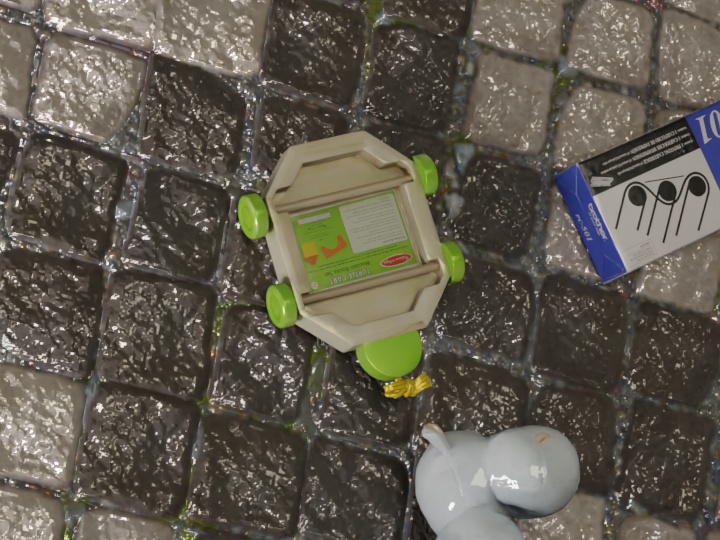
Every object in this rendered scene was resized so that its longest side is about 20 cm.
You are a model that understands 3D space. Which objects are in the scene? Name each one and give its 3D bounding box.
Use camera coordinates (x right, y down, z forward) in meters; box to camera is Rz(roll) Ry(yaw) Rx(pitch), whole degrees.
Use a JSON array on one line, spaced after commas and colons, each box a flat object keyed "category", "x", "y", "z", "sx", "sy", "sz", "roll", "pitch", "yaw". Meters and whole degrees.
[{"category": "hippo plush", "x": 0.096, "y": 0.198, "z": 1.502, "sx": 0.198, "sy": 0.160, "sz": 0.162, "roll": -13, "pitch": 55, "yaw": 17}, {"category": "toy wagon", "x": 0.000, "y": 0.000, "z": 1.552, "sx": 0.154, "sy": 0.040, "sz": 0.202, "roll": -14, "pitch": 82, "yaw": -24}, {"category": "ink cartridge box", "x": 0.259, "y": -0.072, "z": 1.673, "sx": 0.199, "sy": 0.044, "sz": 0.095, "roll": -24, "pitch": 87, "yaw": -26}]
